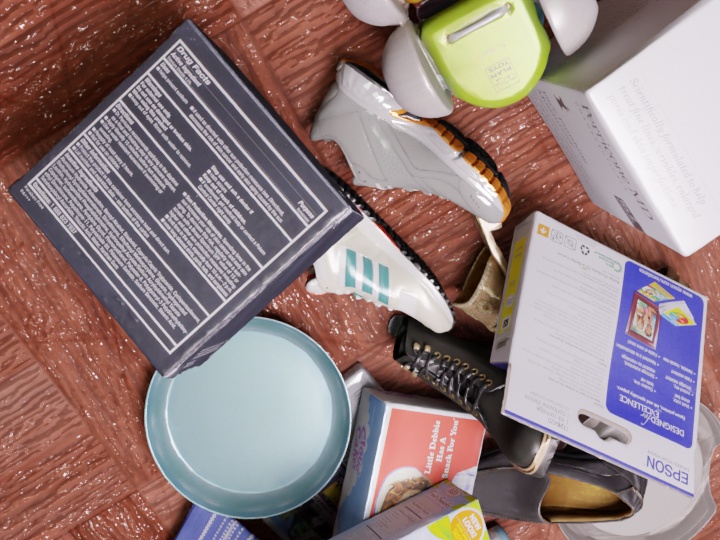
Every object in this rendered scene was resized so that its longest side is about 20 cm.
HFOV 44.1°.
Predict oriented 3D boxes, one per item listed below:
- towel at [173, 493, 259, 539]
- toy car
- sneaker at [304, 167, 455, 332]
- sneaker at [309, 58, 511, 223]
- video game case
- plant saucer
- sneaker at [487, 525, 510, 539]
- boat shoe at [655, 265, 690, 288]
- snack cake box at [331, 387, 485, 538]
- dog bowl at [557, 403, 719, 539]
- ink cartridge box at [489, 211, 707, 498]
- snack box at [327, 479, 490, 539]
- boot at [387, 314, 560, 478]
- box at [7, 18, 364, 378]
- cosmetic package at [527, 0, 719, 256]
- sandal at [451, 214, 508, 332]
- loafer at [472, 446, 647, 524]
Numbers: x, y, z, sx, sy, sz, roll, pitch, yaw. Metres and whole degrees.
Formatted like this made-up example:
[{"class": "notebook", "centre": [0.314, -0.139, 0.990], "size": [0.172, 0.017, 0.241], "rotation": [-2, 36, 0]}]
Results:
[{"class": "towel", "centre": [-0.116, 0.333, 0.883], "size": [0.199, 0.024, 0.145], "rotation": [35, 107, 15]}, {"class": "toy car", "centre": [0.086, -0.235, 0.730], "size": [0.174, 0.150, 0.201], "rotation": [-25, 106, 18]}, {"class": "sneaker", "centre": [0.000, 0.000, 0.832], "size": [0.093, 0.070, 0.200], "rotation": [-43, 104, 9]}, {"class": "sneaker", "centre": [0.043, -0.097, 0.795], "size": [0.200, 0.076, 0.092], "rotation": [40, 113, 7]}, {"class": "video game case", "centre": [-0.011, 0.222, 0.922], "size": [0.182, 0.023, 0.200], "rotation": [-38, 110, 4]}, {"class": "plant saucer", "centre": [-0.108, 0.141, 0.863], "size": [0.198, 0.027, 0.202], "rotation": [0, 99, -2]}, {"class": "sneaker", "centre": [0.133, 0.388, 0.968], "size": [0.130, 0.080, 0.201], "rotation": [-23, 100, -3]}, {"class": "boat shoe", "centre": [0.250, 0.065, 0.882], "size": [0.199, 0.076, 0.072], "rotation": [-34, 101, -18]}, {"class": "snack cake box", "centre": [0.043, 0.225, 0.869], "size": [0.114, 0.067, 0.202], "rotation": [12, 91, -21]}, {"class": "dog bowl", "centre": [0.288, 0.209, 0.945], "size": [0.198, 0.059, 0.202], "rotation": [-2, 107, -7]}, {"class": "ink cartridge box", "centre": [0.211, 0.074, 0.783], "size": [0.197, 0.047, 0.201], "rotation": [25, 62, -14]}, {"class": "snack box", "centre": [0.032, 0.312, 0.802], "size": [0.199, 0.068, 0.170], "rotation": [-23, 103, -20]}, {"class": "boot", "centre": [0.095, 0.109, 0.812], "size": [0.137, 0.200, 0.078], "rotation": [22, 100, -11]}, {"class": "box", "centre": [-0.134, -0.055, 0.735], "size": [0.198, 0.123, 0.200], "rotation": [-41, 87, 6]}, {"class": "cosmetic package", "centre": [0.260, -0.146, 0.754], "size": [0.165, 0.200, 0.165], "rotation": [-36, 107, 5]}, {"class": "sandal", "centre": [0.116, 0.009, 0.852], "size": [0.069, 0.078, 0.213], "rotation": [-21, 101, 3]}, {"class": "loafer", "centre": [0.178, 0.215, 0.873], "size": [0.198, 0.072, 0.073], "rotation": [-12, 103, 21]}]
